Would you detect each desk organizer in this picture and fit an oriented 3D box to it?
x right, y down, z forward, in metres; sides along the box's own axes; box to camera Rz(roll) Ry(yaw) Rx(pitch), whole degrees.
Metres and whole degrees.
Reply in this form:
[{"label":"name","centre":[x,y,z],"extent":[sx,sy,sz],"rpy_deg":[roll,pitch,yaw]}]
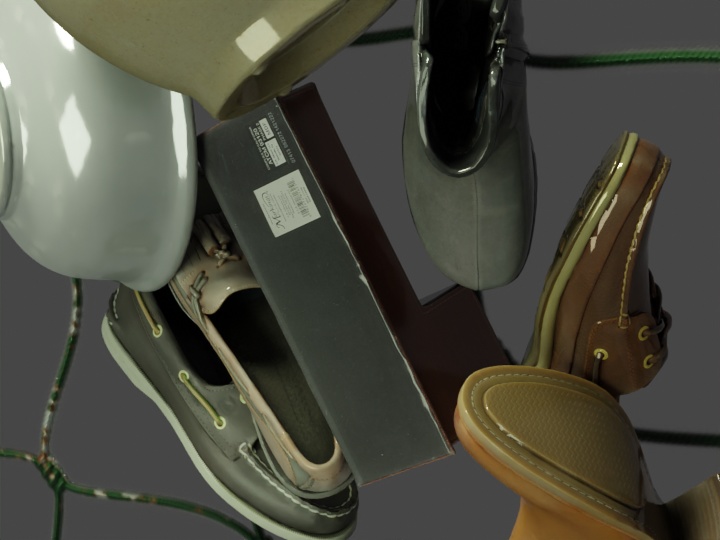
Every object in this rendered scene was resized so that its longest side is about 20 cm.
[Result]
[{"label":"desk organizer","centre":[0.000,0.000,1.024],"extent":[0.071,0.077,0.201],"rpy_deg":[-24,93,42]}]

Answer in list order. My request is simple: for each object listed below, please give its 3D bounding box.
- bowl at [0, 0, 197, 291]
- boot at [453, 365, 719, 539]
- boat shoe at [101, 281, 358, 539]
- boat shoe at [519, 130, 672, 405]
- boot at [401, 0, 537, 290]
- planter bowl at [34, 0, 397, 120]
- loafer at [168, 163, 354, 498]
[{"label":"bowl","centre":[-0.168,-0.081,1.066],"extent":[0.201,0.090,0.203],"rpy_deg":[31,126,57]},{"label":"boot","centre":[0.091,0.131,0.961],"extent":[0.155,0.199,0.077],"rpy_deg":[-41,39,37]},{"label":"boat shoe","centre":[-0.071,0.071,1.119],"extent":[0.201,0.071,0.061],"rpy_deg":[44,135,18]},{"label":"boat shoe","centre":[0.119,0.023,0.949],"extent":[0.067,0.072,0.201],"rpy_deg":[20,128,8]},{"label":"boot","centre":[0.046,-0.066,0.910],"extent":[0.069,0.132,0.202],"rpy_deg":[-4,112,7]},{"label":"planter bowl","centre":[-0.057,-0.158,0.918],"extent":[0.135,0.200,0.200],"rpy_deg":[53,133,4]},{"label":"loafer","centre":[-0.054,0.027,1.066],"extent":[0.201,0.071,0.063],"rpy_deg":[62,173,9]}]
